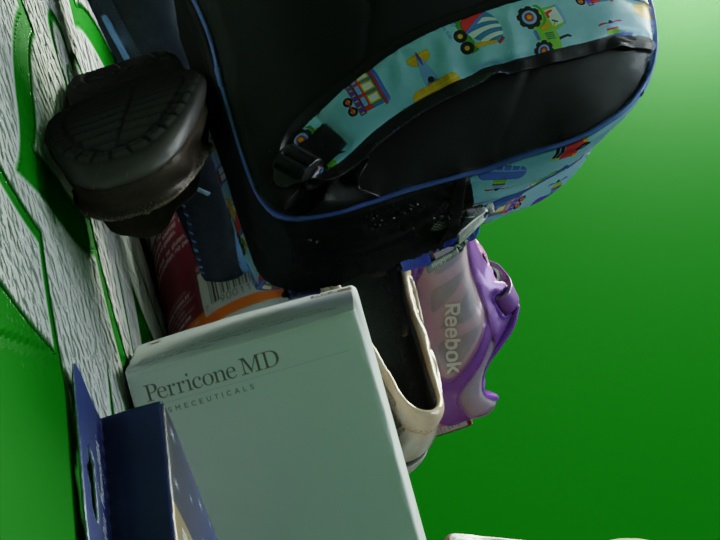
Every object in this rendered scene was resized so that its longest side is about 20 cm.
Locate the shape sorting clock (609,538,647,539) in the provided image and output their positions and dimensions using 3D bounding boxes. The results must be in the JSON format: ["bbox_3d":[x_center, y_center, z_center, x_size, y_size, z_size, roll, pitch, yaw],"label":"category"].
[{"bbox_3d":[0.103,0.219,1.134,0.039,0.200,0.201,8,-57,47],"label":"shape sorting clock"}]

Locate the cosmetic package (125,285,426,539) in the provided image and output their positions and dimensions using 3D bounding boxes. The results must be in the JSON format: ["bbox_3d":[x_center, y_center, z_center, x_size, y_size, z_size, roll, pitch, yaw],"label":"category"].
[{"bbox_3d":[-0.027,0.118,1.143,0.081,0.112,0.201,-97,170,-81],"label":"cosmetic package"}]

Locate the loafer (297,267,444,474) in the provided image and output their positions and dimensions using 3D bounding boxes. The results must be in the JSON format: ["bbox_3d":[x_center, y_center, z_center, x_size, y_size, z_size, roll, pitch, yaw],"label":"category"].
[{"bbox_3d":[0.000,0.000,1.229,0.063,0.071,0.201,-48,-126,53],"label":"loafer"}]

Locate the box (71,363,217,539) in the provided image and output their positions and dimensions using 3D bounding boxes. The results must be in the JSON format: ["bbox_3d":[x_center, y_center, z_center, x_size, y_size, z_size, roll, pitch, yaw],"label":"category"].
[{"bbox_3d":[-0.067,0.140,0.981,0.122,0.032,0.201,-103,176,-52],"label":"box"}]

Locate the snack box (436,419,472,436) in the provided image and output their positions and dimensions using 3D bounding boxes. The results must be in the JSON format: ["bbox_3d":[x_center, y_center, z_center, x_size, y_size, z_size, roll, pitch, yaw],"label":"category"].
[{"bbox_3d":[-0.029,0.010,1.455,0.053,0.141,0.202,71,4,-77],"label":"snack box"}]

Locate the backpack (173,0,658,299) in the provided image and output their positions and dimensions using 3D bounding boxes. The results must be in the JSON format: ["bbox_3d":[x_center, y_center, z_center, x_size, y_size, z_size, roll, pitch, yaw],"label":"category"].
[{"bbox_3d":[0.027,-0.096,1.139,0.135,0.199,0.184,90,-19,-63],"label":"backpack"}]

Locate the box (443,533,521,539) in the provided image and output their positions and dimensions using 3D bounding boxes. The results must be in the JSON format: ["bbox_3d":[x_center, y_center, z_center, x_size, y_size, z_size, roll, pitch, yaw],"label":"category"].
[{"bbox_3d":[0.060,0.245,1.280,0.200,0.108,0.128,-58,-147,40],"label":"box"}]

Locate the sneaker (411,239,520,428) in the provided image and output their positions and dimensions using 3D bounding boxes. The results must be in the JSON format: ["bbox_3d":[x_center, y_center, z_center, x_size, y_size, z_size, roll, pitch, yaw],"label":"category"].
[{"bbox_3d":[0.044,0.003,1.357,0.081,0.088,0.202,-116,-153,-60],"label":"sneaker"}]

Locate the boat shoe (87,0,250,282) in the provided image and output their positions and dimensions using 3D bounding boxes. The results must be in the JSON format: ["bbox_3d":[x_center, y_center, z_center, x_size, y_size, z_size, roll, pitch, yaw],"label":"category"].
[{"bbox_3d":[-0.104,-0.085,1.266,0.084,0.068,0.201,84,-10,-73],"label":"boat shoe"}]

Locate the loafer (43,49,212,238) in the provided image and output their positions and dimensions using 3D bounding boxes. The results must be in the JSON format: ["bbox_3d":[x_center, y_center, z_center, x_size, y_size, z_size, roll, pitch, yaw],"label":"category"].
[{"bbox_3d":[-0.093,-0.050,1.124,0.200,0.072,0.072,-98,170,-76],"label":"loafer"}]

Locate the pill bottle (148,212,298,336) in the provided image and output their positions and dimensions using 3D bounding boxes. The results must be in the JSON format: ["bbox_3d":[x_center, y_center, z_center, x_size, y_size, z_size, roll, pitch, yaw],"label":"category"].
[{"bbox_3d":[-0.057,-0.018,1.343,0.114,0.113,0.201,71,4,-53],"label":"pill bottle"}]
